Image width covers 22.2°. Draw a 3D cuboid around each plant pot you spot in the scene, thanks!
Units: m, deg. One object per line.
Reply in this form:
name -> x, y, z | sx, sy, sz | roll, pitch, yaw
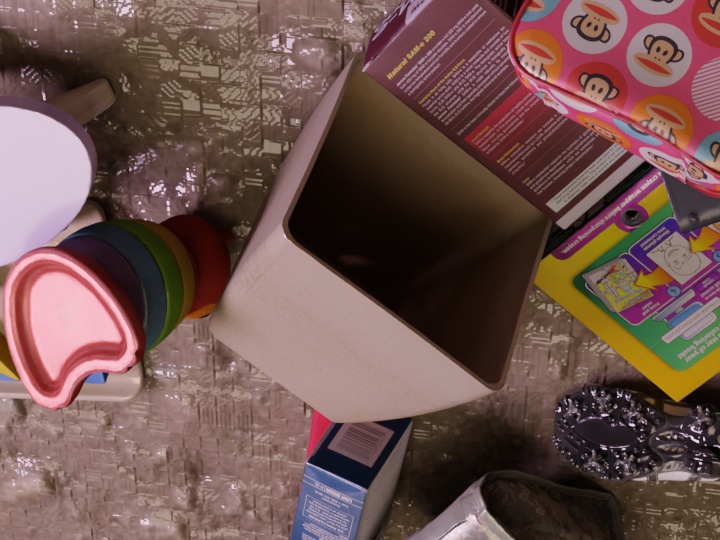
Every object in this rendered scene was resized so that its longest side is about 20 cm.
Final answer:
plant pot -> 0.000, 0.000, 1.380 | 0.199, 0.201, 0.177 | 36, 136, -16

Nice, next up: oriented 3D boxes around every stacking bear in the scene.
stacking bear -> -0.172, 0.012, 1.415 | 0.121, 0.200, 0.114 | -29, 89, 33

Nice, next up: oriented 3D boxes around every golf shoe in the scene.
golf shoe -> 0.252, 0.141, 1.497 | 0.199, 0.079, 0.094 | 6, 172, 36

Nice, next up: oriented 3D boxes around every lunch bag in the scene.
lunch bag -> 0.214, -0.164, 1.218 | 0.199, 0.082, 0.177 | 31, 88, 13
lunch bag -> 0.112, 0.253, 1.546 | 0.199, 0.118, 0.164 | 18, 134, -40

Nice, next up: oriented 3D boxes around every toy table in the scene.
toy table -> -0.285, -0.086, 1.399 | 0.198, 0.117, 0.185 | -8, 118, 11

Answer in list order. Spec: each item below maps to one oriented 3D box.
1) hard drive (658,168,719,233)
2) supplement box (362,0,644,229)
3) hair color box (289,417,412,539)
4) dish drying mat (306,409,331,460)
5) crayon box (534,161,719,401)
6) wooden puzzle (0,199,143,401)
hard drive -> 0.294, -0.124, 1.261 | 0.199, 0.033, 0.141 | -19, 87, 17
supplement box -> 0.112, -0.133, 1.330 | 0.199, 0.061, 0.109 | 37, 124, -17
hair color box -> -0.016, 0.214, 1.567 | 0.060, 0.100, 0.201 | 23, 130, 14
dish drying mat -> -0.005, 0.136, 1.585 | 0.076, 0.018, 0.201 | 13, 129, 5
crayon box -> 0.254, -0.017, 1.391 | 0.172, 0.058, 0.200 | 38, 124, -18
wooden puzzle -> -0.289, 0.034, 1.547 | 0.183, 0.046, 0.201 | 1, 127, 11
